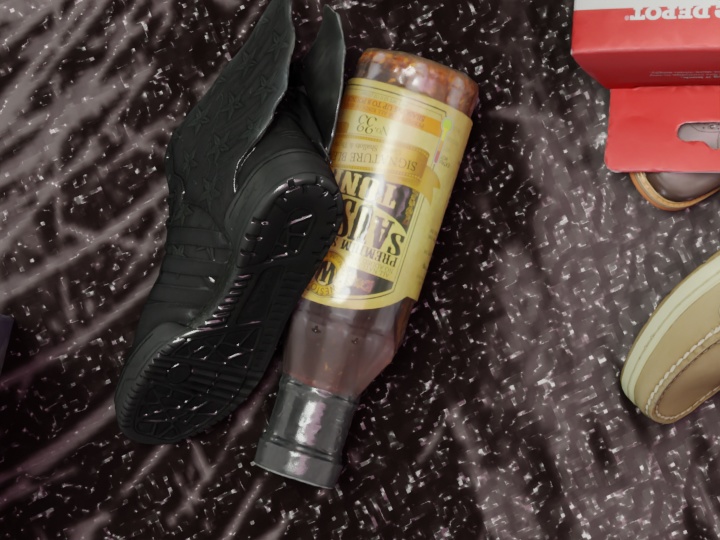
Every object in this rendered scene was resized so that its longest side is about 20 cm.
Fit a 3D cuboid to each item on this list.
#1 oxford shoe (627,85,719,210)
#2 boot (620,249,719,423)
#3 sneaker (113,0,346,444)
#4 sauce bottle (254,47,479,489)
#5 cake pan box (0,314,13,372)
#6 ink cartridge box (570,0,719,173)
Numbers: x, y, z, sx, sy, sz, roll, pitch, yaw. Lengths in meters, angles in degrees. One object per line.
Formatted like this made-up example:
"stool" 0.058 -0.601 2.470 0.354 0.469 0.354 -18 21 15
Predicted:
"oxford shoe" 0.208 -0.109 0.845 0.071 0.073 0.200 44 83 -8
"boot" 0.223 0.048 0.787 0.200 0.072 0.155 -42 61 25
"sneaker" -0.062 -0.022 0.803 0.060 0.105 0.200 15 123 -34
"sauce bottle" 0.000 0.000 0.813 0.065 0.066 0.202 16 86 -10
"cake pan box" -0.192 0.100 0.712 0.052 0.200 0.186 12 85 -7
"ink cartridge box" 0.164 -0.150 0.806 0.115 0.067 0.202 1 82 24
